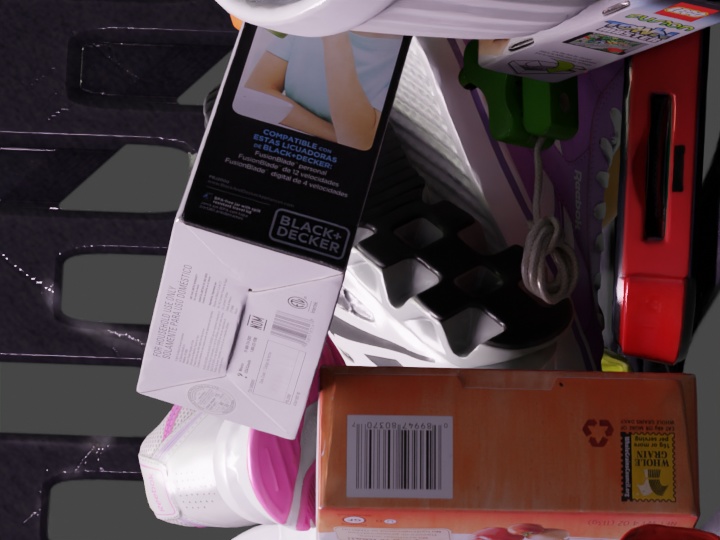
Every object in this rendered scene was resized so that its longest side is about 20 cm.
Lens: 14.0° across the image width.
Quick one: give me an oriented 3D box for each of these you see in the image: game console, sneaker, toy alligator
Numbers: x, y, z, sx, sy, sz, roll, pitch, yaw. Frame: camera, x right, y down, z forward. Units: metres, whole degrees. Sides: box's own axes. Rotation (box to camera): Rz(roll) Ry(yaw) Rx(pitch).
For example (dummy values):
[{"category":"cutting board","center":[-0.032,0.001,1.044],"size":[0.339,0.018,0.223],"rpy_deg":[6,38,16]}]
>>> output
[{"category":"game console","center":[0.112,-0.073,1.082],"size":[0.177,0.031,0.201],"rpy_deg":[-45,-42,-82]},{"category":"sneaker","center":[0.000,0.000,1.165],"size":[0.200,0.074,0.089],"rpy_deg":[47,144,33]},{"category":"toy alligator","center":[0.056,-0.088,1.061],"size":[0.054,0.059,0.201],"rpy_deg":[-1,84,47]},{"category":"sneaker","center":[0.085,-0.027,1.196],"size":[0.073,0.114,0.201],"rpy_deg":[-14,94,59]},{"category":"sneaker","center":[-0.034,0.052,1.281],"size":[0.200,0.088,0.082],"rpy_deg":[-36,-67,-60]}]

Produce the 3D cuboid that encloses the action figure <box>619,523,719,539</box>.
[{"category":"action figure","center":[0.093,0.146,1.016],"size":[0.200,0.052,0.066],"rpy_deg":[87,-179,-64]}]

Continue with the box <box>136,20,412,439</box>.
[{"category":"box","center":[-0.020,-0.056,1.053],"size":[0.117,0.060,0.200],"rpy_deg":[108,179,-56]}]

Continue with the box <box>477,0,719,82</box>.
[{"category":"box","center":[0.084,-0.172,0.983],"size":[0.110,0.035,0.201],"rpy_deg":[-15,69,58]}]

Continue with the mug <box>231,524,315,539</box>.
[{"category":"mug","center":[0.015,0.165,1.414],"size":[0.148,0.199,0.176],"rpy_deg":[61,-160,-70]}]

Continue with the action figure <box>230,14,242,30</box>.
[{"category":"action figure","center":[-0.008,-0.162,1.431],"size":[0.105,0.200,0.194],"rpy_deg":[-39,57,42]}]

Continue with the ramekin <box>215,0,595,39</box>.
[{"category":"ramekin","center":[0.029,-0.167,0.937],"size":[0.200,0.105,0.201],"rpy_deg":[-23,63,56]}]

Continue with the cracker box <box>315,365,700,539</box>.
[{"category":"cracker box","center":[0.050,0.093,1.105],"size":[0.200,0.134,0.058],"rpy_deg":[91,180,-71]}]

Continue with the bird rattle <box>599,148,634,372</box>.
[{"category":"bird rattle","center":[0.091,-0.019,1.319],"size":[0.200,0.112,0.163],"rpy_deg":[-36,-39,-74]}]
